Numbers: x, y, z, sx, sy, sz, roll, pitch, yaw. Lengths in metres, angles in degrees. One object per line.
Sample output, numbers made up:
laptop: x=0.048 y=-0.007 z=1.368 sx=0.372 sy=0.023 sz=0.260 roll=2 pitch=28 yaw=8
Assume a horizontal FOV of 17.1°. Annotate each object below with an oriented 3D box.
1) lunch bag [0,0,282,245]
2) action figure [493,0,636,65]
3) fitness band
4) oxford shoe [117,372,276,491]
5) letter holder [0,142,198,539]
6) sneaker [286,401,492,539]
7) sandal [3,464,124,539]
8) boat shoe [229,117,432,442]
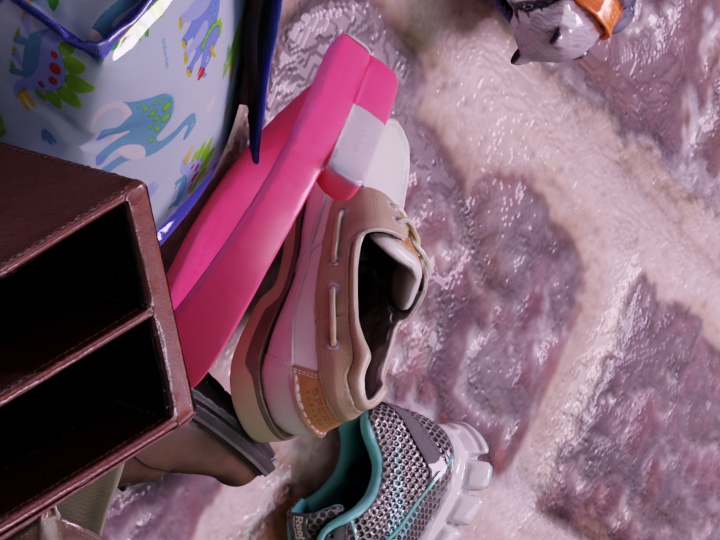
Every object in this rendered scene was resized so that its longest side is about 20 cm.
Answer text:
lunch bag: x=-0.092 y=-0.112 z=0.997 sx=0.200 sy=0.127 sz=0.171 roll=-52 pitch=164 yaw=-36
action figure: x=0.110 y=-0.201 z=1.246 sx=0.200 sy=0.104 sz=0.195 roll=33 pitch=67 yaw=-50
fitness band: x=-0.043 y=-0.029 z=1.079 sx=0.037 sy=0.144 sz=0.200 roll=37 pitch=31 yaw=-10
oxford shoe: x=-0.114 y=0.069 z=1.113 sx=0.085 sy=0.073 sz=0.200 roll=-51 pitch=141 yaw=7
letter holder: x=-0.186 y=0.021 z=0.903 sx=0.142 sy=0.199 sz=0.101 roll=-32 pitch=124 yaw=-37
sneaker: x=-0.010 y=0.158 z=1.254 sx=0.091 sy=0.077 sz=0.201 roll=31 pitch=74 yaw=-32
sandal: x=-0.140 y=0.130 z=1.049 sx=0.079 sy=0.057 sz=0.202 roll=-7 pitch=129 yaw=-29
boat shoe: x=0.000 y=0.000 z=1.164 sx=0.075 sy=0.068 sz=0.201 roll=57 pitch=37 yaw=-40
